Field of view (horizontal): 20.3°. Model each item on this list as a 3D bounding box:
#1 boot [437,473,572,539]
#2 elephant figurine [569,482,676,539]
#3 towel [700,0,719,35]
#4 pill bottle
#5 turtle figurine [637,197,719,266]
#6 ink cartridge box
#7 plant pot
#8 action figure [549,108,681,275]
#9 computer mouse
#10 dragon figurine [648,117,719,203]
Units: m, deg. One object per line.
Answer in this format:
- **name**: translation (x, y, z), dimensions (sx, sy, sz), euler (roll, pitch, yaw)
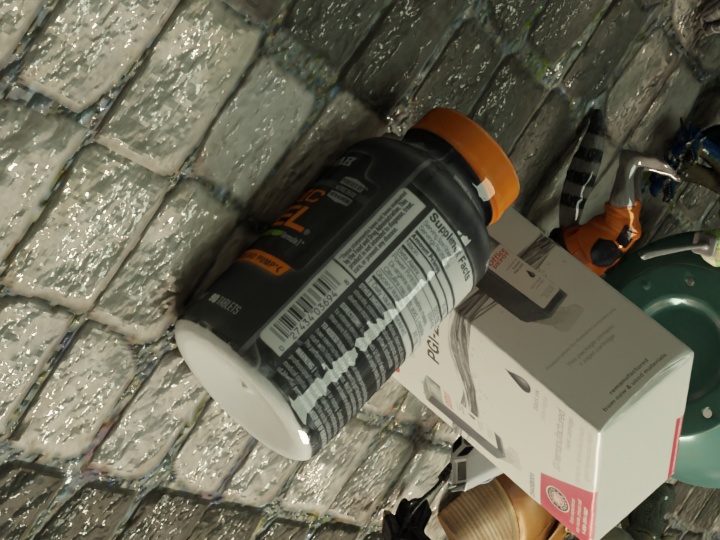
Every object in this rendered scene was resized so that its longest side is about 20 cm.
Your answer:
- **boot**: translation (0.150, 0.202, 1.636), dimensions (0.155, 0.077, 0.201), euler (-34, 138, -7)
- **elephant figurine**: translation (0.252, 0.301, 1.917), dimensions (0.154, 0.142, 0.200), euler (-28, 175, 11)
- **towel**: translation (0.326, -0.223, 1.372), dimensions (0.166, 0.085, 0.200), euler (-56, -177, -15)
- **pill bottle**: translation (0.000, 0.000, 1.110), dimensions (0.200, 0.106, 0.107), euler (-45, 154, -19)
- **turtle figurine**: translation (0.285, -0.070, 1.375), dimensions (0.194, 0.198, 0.146), euler (-96, -165, -83)
- **ink cartridge box**: translation (0.098, 0.051, 1.234), dimensions (0.085, 0.200, 0.146), euler (-37, 150, -21)
- **plant pot**: translation (0.253, 0.062, 1.504), dimensions (0.202, 0.200, 0.161), euler (-58, 159, 7)
- **action figure**: translation (0.142, -0.007, 1.409), dimensions (0.194, 0.104, 0.200), euler (-51, -175, 7)
- **computer mouse**: translation (0.095, 0.134, 1.446), dimensions (0.200, 0.044, 0.110), euler (-46, -172, -1)
- **dragon figurine**: translation (0.293, -0.097, 1.537), dimensions (0.200, 0.100, 0.059), euler (-42, 178, -42)
